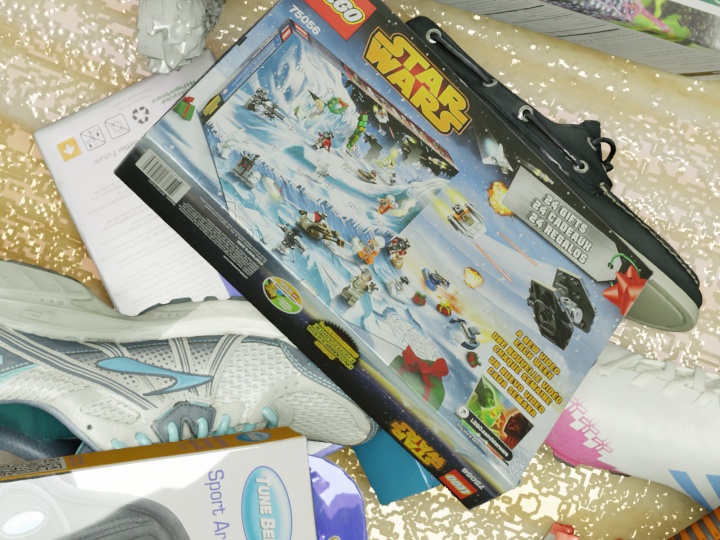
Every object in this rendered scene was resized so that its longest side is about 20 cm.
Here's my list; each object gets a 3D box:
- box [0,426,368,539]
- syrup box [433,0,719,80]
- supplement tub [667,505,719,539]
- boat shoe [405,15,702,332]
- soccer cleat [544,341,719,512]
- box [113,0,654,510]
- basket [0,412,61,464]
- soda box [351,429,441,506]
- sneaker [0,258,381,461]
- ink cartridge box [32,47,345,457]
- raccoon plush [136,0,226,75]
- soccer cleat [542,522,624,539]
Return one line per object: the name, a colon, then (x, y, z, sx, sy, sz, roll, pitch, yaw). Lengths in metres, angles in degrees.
box: (-0.090, 0.127, 0.616, 0.200, 0.041, 0.119, -7, 93, -10)
syrup box: (0.102, -0.147, 0.749, 0.200, 0.081, 0.079, 12, 88, -24)
supplement tub: (0.186, 0.142, 0.674, 0.200, 0.123, 0.123, -35, 86, 6)
boat shoe: (0.085, -0.049, 0.785, 0.199, 0.075, 0.066, 34, 70, 8)
soccer cleat: (0.157, 0.067, 0.762, 0.200, 0.086, 0.070, 29, 44, -3)
box: (0.015, -0.019, 0.694, 0.200, 0.040, 0.137, 44, 54, -6)
basket: (-0.134, 0.147, 0.742, 0.200, 0.123, 0.136, 29, 86, 3)
soda box: (0.000, 0.000, 0.753, 0.064, 0.068, 0.200, -25, 85, -22)
sneaker: (-0.087, 0.060, 0.678, 0.200, 0.078, 0.086, 8, 51, -11)
ink cartridge box: (-0.070, 0.004, 0.798, 0.095, 0.037, 0.200, -26, 83, -3)
raccoon plush: (-0.023, -0.158, 0.767, 0.134, 0.097, 0.200, 3, 62, 1)
soccer cleat: (0.161, 0.177, 0.771, 0.200, 0.069, 0.078, 15, 91, 8)
